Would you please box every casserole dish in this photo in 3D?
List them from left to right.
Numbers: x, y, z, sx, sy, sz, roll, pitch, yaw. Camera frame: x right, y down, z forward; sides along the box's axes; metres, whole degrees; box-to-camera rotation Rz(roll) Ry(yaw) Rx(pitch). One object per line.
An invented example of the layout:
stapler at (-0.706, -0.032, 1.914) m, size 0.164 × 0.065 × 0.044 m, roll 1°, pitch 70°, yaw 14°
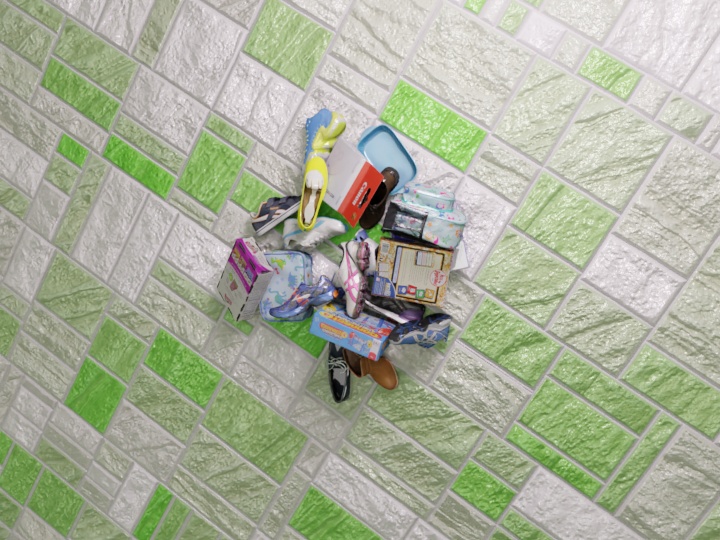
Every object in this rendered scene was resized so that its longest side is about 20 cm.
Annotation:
casserole dish at (0.074, -0.299, 1.716) m, size 0.120 × 0.039 × 0.202 m, roll -36°, pitch 86°, yaw 16°

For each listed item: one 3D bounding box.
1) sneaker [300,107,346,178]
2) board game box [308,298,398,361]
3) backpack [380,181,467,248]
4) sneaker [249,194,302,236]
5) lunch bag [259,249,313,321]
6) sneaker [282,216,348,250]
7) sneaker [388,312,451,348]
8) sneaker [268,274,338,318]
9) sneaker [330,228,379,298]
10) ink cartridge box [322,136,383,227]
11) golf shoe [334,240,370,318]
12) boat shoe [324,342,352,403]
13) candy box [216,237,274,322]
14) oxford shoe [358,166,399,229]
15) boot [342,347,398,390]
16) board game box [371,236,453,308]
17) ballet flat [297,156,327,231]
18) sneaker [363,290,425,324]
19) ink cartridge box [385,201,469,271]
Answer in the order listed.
sneaker at (-0.121, -0.358, 1.755) m, size 0.105 × 0.075 × 0.201 m, roll 44°, pitch 106°, yaw 25°
board game box at (-0.013, 0.152, 1.707) m, size 0.197 × 0.196 × 0.057 m, roll 21°, pitch 106°, yaw 11°
backpack at (0.171, -0.136, 1.594) m, size 0.197 × 0.178 × 0.153 m, roll 23°, pitch 106°, yaw 6°
sneaker at (-0.231, -0.176, 1.791) m, size 0.198 × 0.078 × 0.080 m, roll -30°, pitch 93°, yaw 17°
lunch bag at (-0.216, 0.043, 1.810) m, size 0.157 × 0.082 × 0.204 m, roll -2°, pitch 96°, yaw 14°
sneaker at (-0.124, -0.101, 1.765) m, size 0.196 × 0.076 × 0.083 m, roll -2°, pitch 75°, yaw 24°
sneaker at (0.163, 0.173, 1.683) m, size 0.197 × 0.075 × 0.079 m, roll -11°, pitch 107°, yaw -28°
sneaker at (-0.160, 0.074, 1.729) m, size 0.197 × 0.075 × 0.080 m, roll -23°, pitch 88°, yaw -2°
sneaker at (0.000, -0.001, 1.748) m, size 0.114 × 0.080 × 0.202 m, roll 30°, pitch 101°, yaw 12°
ink cartridge box at (-0.038, -0.237, 1.686) m, size 0.164 × 0.056 × 0.201 m, roll -58°, pitch 39°, yaw 20°
golf shoe at (-0.025, 0.023, 1.689) m, size 0.090 × 0.073 × 0.205 m, roll 4°, pitch 89°, yaw 14°
boat shoe at (-0.064, 0.275, 1.805) m, size 0.073 × 0.062 × 0.205 m, roll 3°, pitch 96°, yaw 16°
candy box at (-0.328, 0.027, 1.791) m, size 0.137 × 0.060 × 0.201 m, roll 54°, pitch 131°, yaw 27°
oxford shoe at (0.031, -0.182, 1.693) m, size 0.072 × 0.084 × 0.202 m, roll 33°, pitch 132°, yaw 10°
boot at (0.022, 0.266, 1.731) m, size 0.073 × 0.155 × 0.201 m, roll -39°, pitch 90°, yaw 16°
board game box at (0.137, 0.004, 1.674) m, size 0.196 × 0.046 × 0.155 m, roll 11°, pitch 102°, yaw 5°
ballet flat at (-0.127, -0.203, 1.692) m, size 0.065 × 0.067 × 0.204 m, roll 12°, pitch 95°, yaw -5°
sneaker at (0.085, 0.081, 1.747) m, size 0.197 × 0.076 × 0.089 m, roll 28°, pitch 93°, yaw 3°
ink cartridge box at (0.181, -0.086, 1.708) m, size 0.196 × 0.043 × 0.202 m, roll -11°, pitch 94°, yaw 16°
